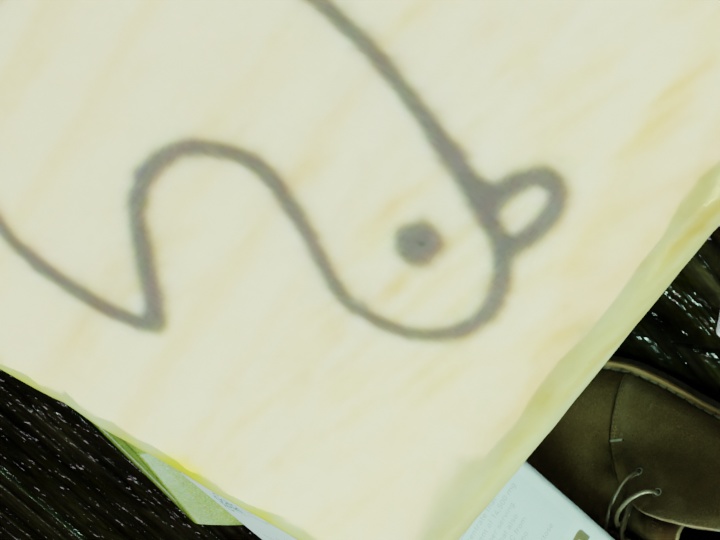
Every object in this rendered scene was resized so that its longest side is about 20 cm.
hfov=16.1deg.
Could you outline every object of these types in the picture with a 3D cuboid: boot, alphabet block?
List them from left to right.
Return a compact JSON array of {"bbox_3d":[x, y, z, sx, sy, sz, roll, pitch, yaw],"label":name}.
[{"bbox_3d":[0.000,-0.084,0.608,0.195,0.197,0.200,31,128,-4],"label":"alphabet block"},{"bbox_3d":[0.117,0.087,1.050,0.200,0.075,0.074,13,117,21],"label":"boot"}]

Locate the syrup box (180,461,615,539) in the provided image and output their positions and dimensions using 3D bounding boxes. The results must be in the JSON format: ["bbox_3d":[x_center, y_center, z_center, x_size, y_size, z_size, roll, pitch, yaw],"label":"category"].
[{"bbox_3d":[0.031,0.106,1.006,0.200,0.082,0.079,43,163,-31],"label":"syrup box"}]

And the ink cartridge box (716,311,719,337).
[{"bbox_3d":[0.248,0.051,0.905,0.200,0.050,0.161,36,156,-29],"label":"ink cartridge box"}]

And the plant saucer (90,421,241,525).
[{"bbox_3d":[-0.117,0.037,1.148,0.200,0.048,0.200,42,172,18],"label":"plant saucer"}]
